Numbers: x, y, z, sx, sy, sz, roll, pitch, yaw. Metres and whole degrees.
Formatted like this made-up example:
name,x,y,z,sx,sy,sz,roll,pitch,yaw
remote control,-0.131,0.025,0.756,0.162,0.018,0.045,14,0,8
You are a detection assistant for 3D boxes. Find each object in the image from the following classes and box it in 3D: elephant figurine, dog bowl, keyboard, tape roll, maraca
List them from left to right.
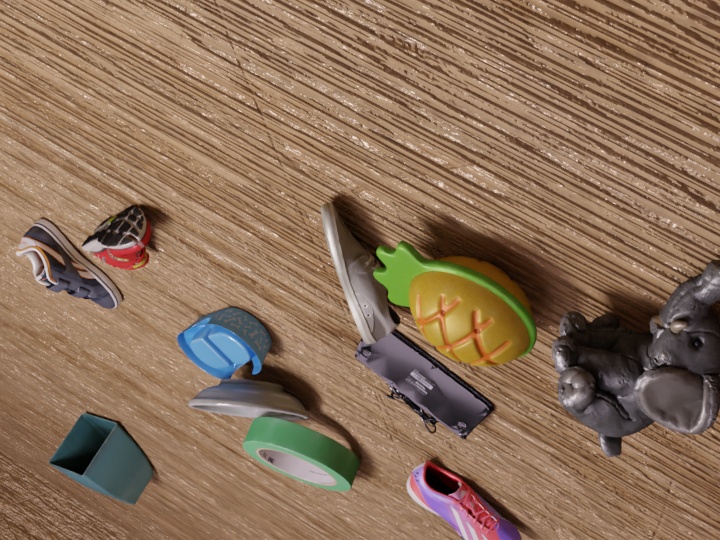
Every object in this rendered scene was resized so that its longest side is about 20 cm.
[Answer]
name,x,y,z,sx,sy,sz,roll,pitch,yaw
dog bowl,-0.214,0.114,1.527,0.112,0.050,0.200,47,146,-17
tape roll,-0.101,0.315,1.638,0.199,0.048,0.201,19,155,9
keyboard,0.081,0.149,1.314,0.200,0.040,0.104,38,125,-1
maraca,0.102,0.034,1.058,0.199,0.107,0.137,28,146,13
elephant figurine,0.300,0.091,0.937,0.199,0.142,0.155,-14,154,33

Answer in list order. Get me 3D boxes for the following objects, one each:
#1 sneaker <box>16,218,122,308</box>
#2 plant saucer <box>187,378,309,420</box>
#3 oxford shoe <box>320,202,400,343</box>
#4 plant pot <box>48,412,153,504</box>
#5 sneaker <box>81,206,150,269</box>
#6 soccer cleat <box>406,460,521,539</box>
name,x,y,z,sx,sy,sz,roll,pitch,yaw
sneaker,-0.504,0.009,1.648,0.200,0.080,0.078,47,146,-19
plant saucer,-0.180,0.210,1.573,0.199,0.051,0.200,6,167,1
oxford shoe,0.000,0.000,1.169,0.057,0.075,0.201,-19,119,5
plant pot,-0.597,0.462,2.282,0.141,0.142,0.200,6,145,40
sneaker,-0.348,-0.040,1.446,0.085,0.077,0.200,44,159,-22
soccer cleat,0.163,0.366,1.477,0.199,0.068,0.073,33,144,10
